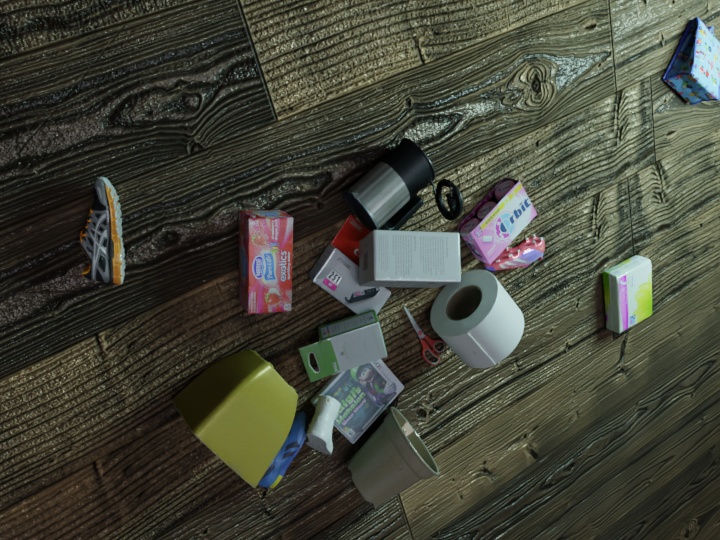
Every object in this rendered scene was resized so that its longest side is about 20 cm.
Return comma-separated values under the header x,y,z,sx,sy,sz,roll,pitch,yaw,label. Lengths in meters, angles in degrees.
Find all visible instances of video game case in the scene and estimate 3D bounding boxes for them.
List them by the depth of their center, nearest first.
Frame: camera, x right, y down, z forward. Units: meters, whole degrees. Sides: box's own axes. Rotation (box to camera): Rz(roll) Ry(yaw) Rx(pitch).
x,y,z,sx,sy,sz,roll,pitch,yaw,label
-0.004,0.313,1.424,0.200,0.023,0.183,-45,119,-8,video game case

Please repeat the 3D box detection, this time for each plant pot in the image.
x,y,z,sx,sy,sz,roll,pitch,yaw,label
-0.250,0.293,1.208,0.200,0.193,0.197,-46,119,-17,plant pot
0.071,0.488,1.431,0.182,0.201,0.202,-38,118,2,plant pot

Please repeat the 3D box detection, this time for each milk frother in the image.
x,y,z,sx,sy,sz,roll,pitch,yaw,label
0.098,-0.155,1.239,0.188,0.199,0.182,-42,122,-8,milk frother

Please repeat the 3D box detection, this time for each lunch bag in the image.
x,y,z,sx,sy,sz,roll,pitch,yaw,label
0.980,-0.612,1.615,0.148,0.093,0.205,23,85,-27,lunch bag

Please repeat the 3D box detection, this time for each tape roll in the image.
x,y,z,sx,sy,sz,roll,pitch,yaw,label
0.293,0.121,1.414,0.204,0.202,0.139,-49,120,-5,tape roll

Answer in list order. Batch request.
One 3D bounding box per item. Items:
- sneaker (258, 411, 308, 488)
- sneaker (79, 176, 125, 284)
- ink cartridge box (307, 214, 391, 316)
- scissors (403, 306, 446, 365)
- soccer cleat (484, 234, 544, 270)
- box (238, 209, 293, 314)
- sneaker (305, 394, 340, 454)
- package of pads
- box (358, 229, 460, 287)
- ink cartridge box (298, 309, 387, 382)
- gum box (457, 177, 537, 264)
x,y,z,sx,sy,sz,roll,pitch,yaw,label
-0.195,0.421,1.337,0.078,0.066,0.203,31,90,-26,sneaker
-0.484,-0.071,1.046,0.075,0.078,0.207,-1,104,-16,sneaker
0.000,0.000,1.324,0.199,0.043,0.175,37,88,-30,ink cartridge box
0.156,0.176,1.468,0.199,0.014,0.074,42,86,-31,scissors
0.419,-0.031,1.513,0.196,0.066,0.078,-24,119,-21,soccer cleat
-0.201,-0.020,1.187,0.097,0.095,0.206,-3,106,-24,box
-0.083,0.365,1.345,0.072,0.201,0.118,19,62,3,sneaker
0.833,0.072,1.744,0.151,0.068,0.205,-22,114,-18,package of pads
0.105,-0.022,1.248,0.194,0.152,0.110,1,83,-14,box
-0.042,0.177,1.326,0.195,0.060,0.106,-18,121,-4,ink cartridge box
0.348,-0.124,1.446,0.200,0.066,0.114,-45,120,-8,gum box
